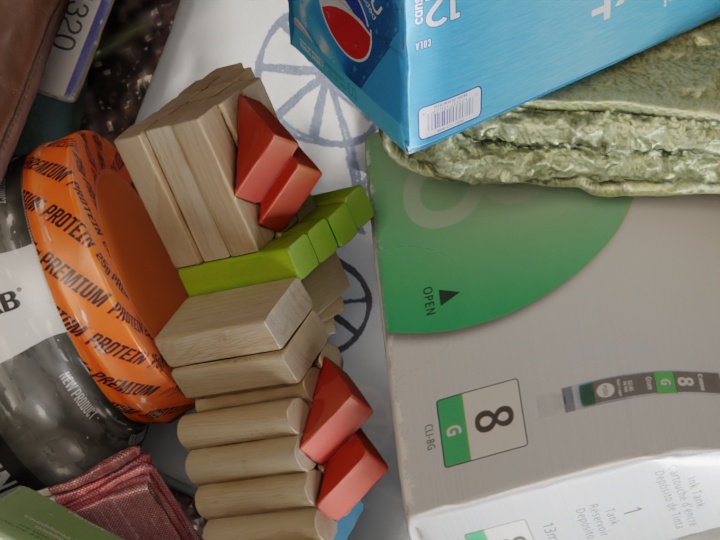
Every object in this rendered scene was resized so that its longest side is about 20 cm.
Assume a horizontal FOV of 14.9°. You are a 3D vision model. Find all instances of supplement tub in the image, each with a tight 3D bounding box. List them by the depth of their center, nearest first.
[{"bbox_3d":[-0.156,0.039,0.897,0.200,0.122,0.123,-25,78,13],"label":"supplement tub"}]

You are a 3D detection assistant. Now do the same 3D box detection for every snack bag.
[{"bbox_3d":[0.000,0.000,0.939,0.188,0.021,0.200,21,88,13],"label":"snack bag"}]

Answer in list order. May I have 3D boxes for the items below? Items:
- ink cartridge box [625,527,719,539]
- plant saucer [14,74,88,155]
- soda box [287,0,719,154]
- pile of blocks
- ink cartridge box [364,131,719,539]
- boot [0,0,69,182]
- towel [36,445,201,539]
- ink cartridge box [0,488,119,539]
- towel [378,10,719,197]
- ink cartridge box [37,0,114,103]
[{"bbox_3d":[0.132,0.124,0.819,0.145,0.200,0.048,26,125,12],"label":"ink cartridge box"},{"bbox_3d":[-0.197,-0.073,0.974,0.200,0.039,0.202,-2,81,9],"label":"plant saucer"},{"bbox_3d":[0.077,-0.111,0.838,0.200,0.064,0.068,-24,46,-24],"label":"soda box"},{"bbox_3d":[-0.015,0.031,0.848,0.062,0.082,0.201,-10,87,38],"label":"pile of blocks"},{"bbox_3d":[0.105,0.001,0.843,0.200,0.050,0.161,-17,46,12],"label":"ink cartridge box"},{"bbox_3d":[-0.163,-0.128,0.873,0.186,0.064,0.200,23,69,7],"label":"boot"},{"bbox_3d":[-0.134,0.135,0.891,0.200,0.144,0.023,-18,43,7],"label":"towel"},{"bbox_3d":[-0.082,0.184,0.815,0.145,0.048,0.200,27,105,8],"label":"ink cartridge box"},{"bbox_3d":[0.108,-0.080,0.877,0.199,0.037,0.149,1,42,4],"label":"towel"},{"bbox_3d":[-0.154,-0.165,0.949,0.200,0.043,0.197,18,74,7],"label":"ink cartridge box"}]
